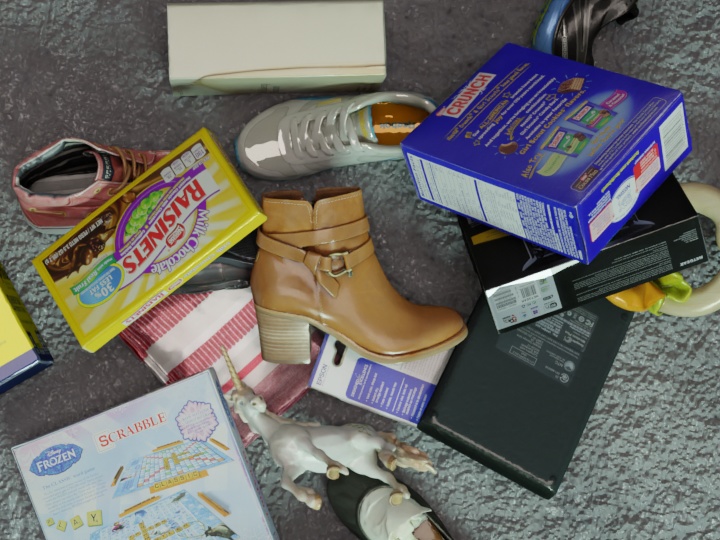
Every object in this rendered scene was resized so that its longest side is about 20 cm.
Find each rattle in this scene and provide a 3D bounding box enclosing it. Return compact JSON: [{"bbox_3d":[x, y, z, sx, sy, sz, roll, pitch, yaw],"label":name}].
[{"bbox_3d":[0.320,-0.039,1.564,0.198,0.143,0.131,-22,64,23],"label":"rattle"}]

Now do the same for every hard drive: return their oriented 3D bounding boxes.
[{"bbox_3d":[0.154,0.091,1.583,0.139,0.033,0.201,28,65,0],"label":"hard drive"}]

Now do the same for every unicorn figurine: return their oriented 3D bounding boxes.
[{"bbox_3d":[-0.039,0.158,1.554,0.199,0.137,0.074,22,103,-35],"label":"unicorn figurine"}]

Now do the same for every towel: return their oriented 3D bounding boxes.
[{"bbox_3d":[-0.135,0.056,1.606,0.144,0.023,0.200,-42,90,-6],"label":"towel"}]

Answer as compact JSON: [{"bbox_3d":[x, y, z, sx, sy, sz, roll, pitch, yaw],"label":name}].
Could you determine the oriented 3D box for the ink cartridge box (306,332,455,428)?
[{"bbox_3d":[0.057,0.099,1.610,0.198,0.037,0.096,21,85,-5],"label":"ink cartridge box"}]

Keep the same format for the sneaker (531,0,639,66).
[{"bbox_3d":[0.236,-0.279,1.633,0.082,0.071,0.201,28,90,-7],"label":"sneaker"}]

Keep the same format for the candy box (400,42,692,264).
[{"bbox_3d":[0.165,-0.110,1.531,0.199,0.077,0.169,24,56,37],"label":"candy box"}]

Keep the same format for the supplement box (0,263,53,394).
[{"bbox_3d":[-0.375,0.022,1.547,0.109,0.109,0.201,-29,89,-5],"label":"supplement box"}]

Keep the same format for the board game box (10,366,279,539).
[{"bbox_3d":[-0.191,0.217,1.569,0.198,0.041,0.201,-21,90,2],"label":"board game box"}]

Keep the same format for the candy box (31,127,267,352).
[{"bbox_3d":[-0.188,-0.027,1.516,0.199,0.026,0.103,-37,71,6],"label":"candy box"}]

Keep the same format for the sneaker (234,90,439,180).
[{"bbox_3d":[-0.021,-0.132,1.596,0.198,0.081,0.077,-11,89,-3],"label":"sneaker"}]

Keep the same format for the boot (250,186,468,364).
[{"bbox_3d":[0.000,0.000,1.539,0.198,0.077,0.157,0,104,-2],"label":"boot"}]

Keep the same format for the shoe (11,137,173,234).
[{"bbox_3d":[-0.218,-0.081,1.568,0.198,0.091,0.072,-9,74,-3],"label":"shoe"}]

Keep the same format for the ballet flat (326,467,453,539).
[{"bbox_3d":[0.054,0.249,1.584,0.200,0.068,0.068,40,79,-1],"label":"ballet flat"}]

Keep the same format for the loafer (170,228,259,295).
[{"bbox_3d":[-0.135,-0.012,1.583,0.198,0.063,0.072,-5,54,-10],"label":"loafer"}]

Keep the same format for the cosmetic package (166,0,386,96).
[{"bbox_3d":[-0.078,-0.205,1.586,0.198,0.104,0.074,-3,87,-3],"label":"cosmetic package"}]

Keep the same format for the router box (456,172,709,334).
[{"bbox_3d":[0.195,-0.035,1.549,0.198,0.158,0.053,-19,122,4],"label":"router box"}]
